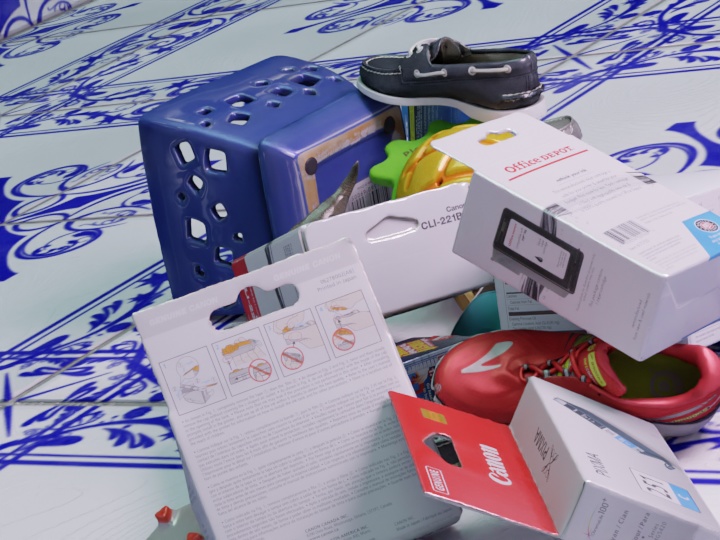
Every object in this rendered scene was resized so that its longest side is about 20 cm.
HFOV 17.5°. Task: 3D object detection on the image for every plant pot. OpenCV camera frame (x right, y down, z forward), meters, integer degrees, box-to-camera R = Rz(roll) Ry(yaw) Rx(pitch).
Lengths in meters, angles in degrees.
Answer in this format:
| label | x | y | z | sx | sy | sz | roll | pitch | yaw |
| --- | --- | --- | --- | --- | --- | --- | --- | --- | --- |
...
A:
| label | x | y | z | sx | sy | sz | roll | pitch | yaw |
| --- | --- | --- | --- | --- | --- | --- | --- | --- | --- |
| plant pot | -0.061 | -0.072 | 2.127 | 0.180 | 0.200 | 0.200 | 10 | 29 | 42 |

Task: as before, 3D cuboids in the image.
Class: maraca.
| label | x | y | z | sx | sy | sz | roll | pitch | yaw |
| --- | --- | --- | --- | --- | --- | --- | --- | --- | --- |
| maraca | 0.086 | -0.074 | 1.980 | 0.137 | 0.107 | 0.200 | -24 | 35 | -13 |

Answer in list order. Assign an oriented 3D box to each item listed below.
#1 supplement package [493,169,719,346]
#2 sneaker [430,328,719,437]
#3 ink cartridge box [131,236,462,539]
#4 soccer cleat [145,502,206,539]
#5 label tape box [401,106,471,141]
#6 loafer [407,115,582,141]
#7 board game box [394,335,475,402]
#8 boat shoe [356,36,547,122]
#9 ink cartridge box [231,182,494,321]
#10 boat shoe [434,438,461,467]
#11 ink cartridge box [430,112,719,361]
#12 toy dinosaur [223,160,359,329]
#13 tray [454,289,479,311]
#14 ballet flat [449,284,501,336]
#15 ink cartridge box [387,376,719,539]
| label | x | y | z | sx | sy | sz | roll | pitch | yaw |
| --- | --- | --- | --- | --- | --- | --- | --- | --- | --- |
| supplement package | 0.212 | -0.008 | 1.726 | 0.156 | 0.111 | 0.200 | -4 | 7 | 34 |
| sneaker | 0.147 | 0.065 | 1.559 | 0.200 | 0.077 | 0.085 | 0 | -19 | 1 |
| ink cartridge box | -0.044 | 0.099 | 1.521 | 0.161 | 0.200 | 0.050 | -20 | -12 | -15 |
| soccer cleat | -0.071 | 0.167 | 1.562 | 0.200 | 0.078 | 0.069 | -40 | 31 | -12 |
| label tape box | 0.091 | -0.108 | 2.170 | 0.066 | 0.143 | 0.200 | -5 | 14 | -11 |
| loafer | 0.123 | -0.124 | 2.341 | 0.200 | 0.070 | 0.070 | -17 | 16 | -7 |
| board game box | -0.012 | 0.095 | 1.733 | 0.200 | 0.062 | 0.200 | -15 | 10 | -9 |
| boat shoe | 0.078 | -0.174 | 2.029 | 0.200 | 0.060 | 0.076 | 11 | 29 | 36 |
| ink cartridge box | 0.000 | 0.000 | 1.816 | 0.144 | 0.084 | 0.200 | -16 | -3 | -19 |
| boat shoe | 0.093 | 0.093 | 1.632 | 0.200 | 0.065 | 0.072 | -14 | 31 | 2 |
| ink cartridge box | 0.146 | -0.027 | 1.570 | 0.200 | 0.068 | 0.116 | 32 | 33 | 29 |
| toy dinosaur | -0.036 | 0.006 | 1.947 | 0.102 | 0.200 | 0.077 | 2 | 36 | -25 |
| tray | 0.128 | 0.007 | 1.960 | 0.099 | 0.037 | 0.200 | -16 | 17 | -3 |
| ballet flat | 0.122 | 0.026 | 1.814 | 0.069 | 0.069 | 0.200 | -4 | 50 | 35 |
| ink cartridge box | 0.115 | 0.114 | 1.430 | 0.176 | 0.045 | 0.200 | 21 | 12 | -11 |
